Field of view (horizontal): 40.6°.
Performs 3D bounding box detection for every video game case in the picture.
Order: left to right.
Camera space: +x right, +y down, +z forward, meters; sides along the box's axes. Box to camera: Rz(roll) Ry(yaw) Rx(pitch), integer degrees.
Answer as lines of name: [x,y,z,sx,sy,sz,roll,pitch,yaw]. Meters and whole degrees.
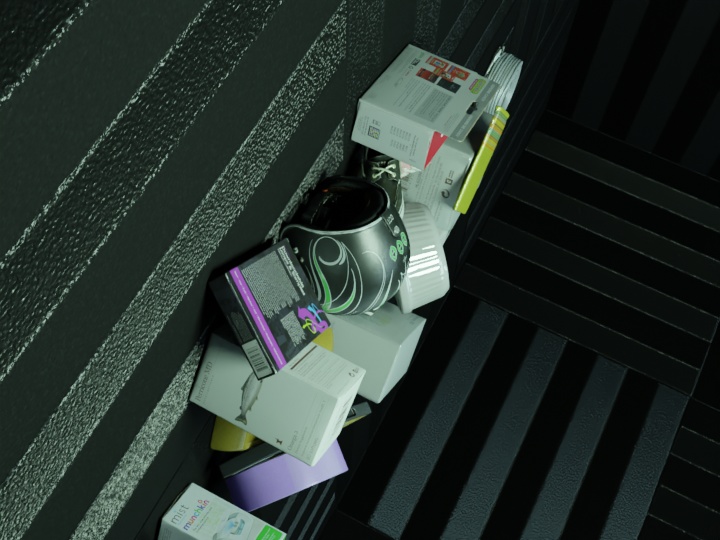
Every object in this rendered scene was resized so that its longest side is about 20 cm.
video game case: [-0.106,0.276,1.595,0.200,0.026,0.181,-31,167,28]

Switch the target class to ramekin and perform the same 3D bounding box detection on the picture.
ramekin: [0.093,-0.029,1.735,0.202,0.094,0.203,165,-90,-87]

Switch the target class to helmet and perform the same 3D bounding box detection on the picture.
helmet: [-0.023,-0.025,1.470,0.200,0.199,0.191,-55,148,-43]

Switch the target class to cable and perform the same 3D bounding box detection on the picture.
cable: [0.356,-0.467,2.530,0.201,0.069,0.200,-66,169,2]

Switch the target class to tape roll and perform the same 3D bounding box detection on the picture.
tape roll: [-0.124,0.346,1.643,0.199,0.066,0.200,-21,169,-4]

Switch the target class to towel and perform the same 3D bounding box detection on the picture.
towel: [0.214,-0.198,1.748,0.201,0.018,0.086,-67,162,6]

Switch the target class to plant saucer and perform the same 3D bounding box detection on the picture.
plant saucer: [-0.130,0.201,1.543,0.199,0.048,0.201,-16,137,-36]

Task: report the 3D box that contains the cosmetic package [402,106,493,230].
cosmetic package: [0.143,-0.213,1.841,0.200,0.166,0.168,-52,161,-51]

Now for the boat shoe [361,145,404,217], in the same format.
boat shoe: [0.031,-0.158,1.573,0.064,0.070,0.201,92,-7,-58]

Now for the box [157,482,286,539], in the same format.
box: [-0.232,0.467,1.531,0.097,0.176,0.201,-49,160,-53]

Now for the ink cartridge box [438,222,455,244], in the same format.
ink cartridge box: [0.131,-0.139,1.997,0.200,0.145,0.084,-59,169,-28]

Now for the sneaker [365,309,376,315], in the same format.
sneaker: [0.000,0.000,1.748,0.080,0.073,0.200,-59,-154,28]

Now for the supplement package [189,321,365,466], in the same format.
supplement package: [-0.115,0.160,1.356,0.117,0.199,0.117,-69,168,22]

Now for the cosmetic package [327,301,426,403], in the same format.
cosmetic package: [-0.008,0.121,1.767,0.123,0.199,0.199,-68,169,16]

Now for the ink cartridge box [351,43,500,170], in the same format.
ink cartridge box: [0.108,-0.257,1.566,0.200,0.175,0.084,-54,164,-43]

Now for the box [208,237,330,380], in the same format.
box: [-0.117,0.047,1.308,0.036,0.143,0.200,-24,-174,25]

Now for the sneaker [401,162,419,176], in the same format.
sneaker: [0.061,-0.177,1.705,0.201,0.104,0.075,-67,170,15]

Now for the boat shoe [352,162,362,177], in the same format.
boat shoe: [-0.013,-0.087,1.654,0.076,0.072,0.201,6,95,-47]
